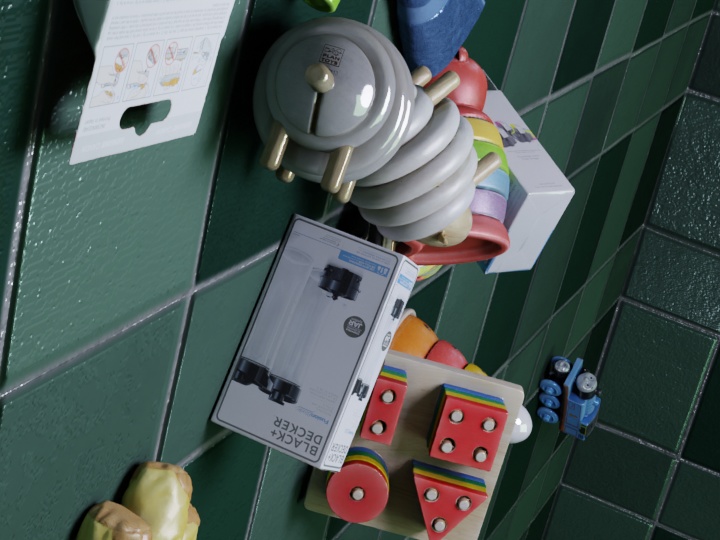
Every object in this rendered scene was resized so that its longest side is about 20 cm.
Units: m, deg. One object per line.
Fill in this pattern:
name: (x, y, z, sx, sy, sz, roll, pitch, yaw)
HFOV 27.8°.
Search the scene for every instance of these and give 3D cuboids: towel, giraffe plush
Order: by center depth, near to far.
giraffe plush: (-0.144, 0.274, 1.140, 0.200, 0.161, 0.173, -55, 158, -38)
towel: (0.070, -0.270, 1.346, 0.112, 0.048, 0.200, -61, 161, -21)

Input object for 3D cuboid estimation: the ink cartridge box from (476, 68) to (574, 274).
ink cartridge box: (0.129, -0.108, 1.530, 0.067, 0.201, 0.116, -5, 138, -33)

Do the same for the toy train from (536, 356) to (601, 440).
toy train: (0.409, 0.243, 2.822, 0.087, 0.113, 0.201, -59, 160, -30)

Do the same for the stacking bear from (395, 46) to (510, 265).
stacking bear: (0.089, -0.117, 1.434, 0.122, 0.113, 0.202, 107, -18, -75)

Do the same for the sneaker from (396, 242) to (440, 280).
sneaker: (0.056, -0.018, 1.553, 0.200, 0.078, 0.091, -35, 152, -55)

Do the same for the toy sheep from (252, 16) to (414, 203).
toy sheep: (-0.022, -0.127, 1.106, 0.200, 0.137, 0.139, 86, 26, -89)

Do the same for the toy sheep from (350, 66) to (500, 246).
toy sheep: (0.041, -0.104, 1.286, 0.201, 0.137, 0.138, 58, 46, -23)

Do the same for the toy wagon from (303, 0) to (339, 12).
toy wagon: (-0.015, -0.295, 1.082, 0.156, 0.039, 0.200, -64, 161, -15)

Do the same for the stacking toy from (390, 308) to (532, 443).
stacking toy: (0.102, 0.143, 1.652, 0.147, 0.199, 0.146, -60, 166, -26)

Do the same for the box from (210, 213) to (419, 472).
box: (-0.039, 0.065, 1.295, 0.201, 0.116, 0.060, -67, 162, -3)

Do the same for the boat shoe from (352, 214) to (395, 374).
boat shoe: (0.000, 0.000, 1.414, 0.073, 0.064, 0.202, 118, -25, -85)

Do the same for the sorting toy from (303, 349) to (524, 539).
sorting toy: (0.057, 0.202, 1.576, 0.070, 0.198, 0.200, -92, -162, -74)

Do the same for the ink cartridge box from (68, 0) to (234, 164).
ink cartridge box: (-0.127, -0.176, 0.889, 0.162, 0.057, 0.201, -28, 144, -65)
